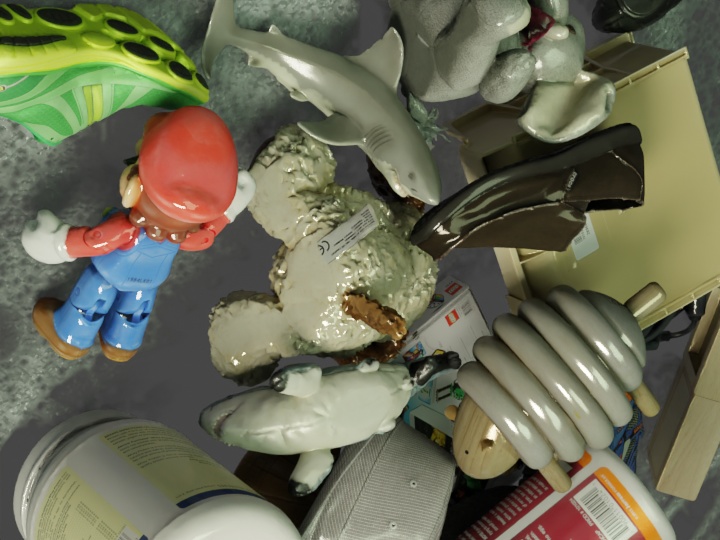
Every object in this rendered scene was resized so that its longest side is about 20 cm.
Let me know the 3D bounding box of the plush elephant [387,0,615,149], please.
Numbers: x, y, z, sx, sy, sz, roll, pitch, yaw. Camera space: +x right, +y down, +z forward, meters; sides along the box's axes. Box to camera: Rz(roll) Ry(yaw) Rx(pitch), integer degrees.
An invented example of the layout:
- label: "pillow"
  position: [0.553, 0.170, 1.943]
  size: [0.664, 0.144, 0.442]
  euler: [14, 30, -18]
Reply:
- label: "plush elephant"
  position: [0.107, -0.175, 1.434]
  size: [0.155, 0.165, 0.200]
  euler: [-15, 136, -26]

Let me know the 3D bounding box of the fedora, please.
- label: "fedora"
  position: [0.012, 0.194, 1.478]
  size: [0.200, 0.090, 0.177]
  euler: [-59, 170, -27]

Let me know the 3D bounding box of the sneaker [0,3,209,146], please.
- label: "sneaker"
  position: [-0.191, -0.128, 1.300]
  size: [0.200, 0.074, 0.084]
  euler: [1, 135, -41]

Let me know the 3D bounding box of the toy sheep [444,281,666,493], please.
- label: "toy sheep"
  position: [0.148, 0.079, 1.460]
  size: [0.200, 0.138, 0.138]
  euler: [-43, 129, -5]

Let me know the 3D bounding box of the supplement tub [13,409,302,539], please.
- label: "supplement tub"
  position: [-0.144, 0.190, 1.373]
  size: [0.145, 0.200, 0.145]
  euler: [-15, 117, -31]

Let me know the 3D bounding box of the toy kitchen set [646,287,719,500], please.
- label: "toy kitchen set"
  position: [0.380, 0.111, 1.773]
  size: [0.200, 0.163, 0.181]
  euler: [17, 111, -4]

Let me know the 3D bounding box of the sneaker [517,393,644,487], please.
- label: "sneaker"
  position: [0.197, 0.165, 1.654]
  size: [0.200, 0.075, 0.079]
  euler: [-54, 126, -39]

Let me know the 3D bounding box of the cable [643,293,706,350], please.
- label: "cable"
  position: [0.226, -0.007, 1.662]
  size: [0.200, 0.051, 0.163]
  euler: [2, 109, -36]

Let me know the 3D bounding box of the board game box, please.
- label: "board game box"
  position: [0.069, 0.117, 1.609]
  size: [0.126, 0.035, 0.200]
  euler: [-39, 128, -16]

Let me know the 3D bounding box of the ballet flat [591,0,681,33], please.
- label: "ballet flat"
  position: [0.261, -0.256, 1.595]
  size: [0.200, 0.057, 0.067]
  euler: [-35, 99, -26]

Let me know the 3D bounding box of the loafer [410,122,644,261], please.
- label: "loafer"
  position: [0.130, -0.045, 1.423]
  size: [0.200, 0.073, 0.071]
  euler: [-23, 87, -20]

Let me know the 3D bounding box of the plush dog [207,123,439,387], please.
- label: "plush dog"
  position: [0.000, 0.000, 1.452]
  size: [0.172, 0.160, 0.200]
  euler: [-13, 120, -59]

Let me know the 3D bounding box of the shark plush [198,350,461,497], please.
- label: "shark plush"
  position: [-0.015, 0.080, 1.418]
  size: [0.200, 0.083, 0.091]
  euler: [-29, 110, -27]

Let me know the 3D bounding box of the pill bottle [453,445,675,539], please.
- label: "pill bottle"
  position: [0.134, 0.229, 1.515]
  size: [0.200, 0.113, 0.113]
  euler: [-38, 128, -6]

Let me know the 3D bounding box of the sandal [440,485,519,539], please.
- label: "sandal"
  position: [0.090, 0.223, 1.613]
  size: [0.200, 0.075, 0.048]
  euler: [-4, 150, -34]

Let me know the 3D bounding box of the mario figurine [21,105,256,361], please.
- label: "mario figurine"
  position: [-0.151, -0.036, 1.343]
  size: [0.200, 0.106, 0.123]
  euler: [-56, 173, 29]

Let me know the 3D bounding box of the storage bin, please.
- label: "storage bin"
  position: [0.183, -0.054, 1.554]
  size: [0.198, 0.094, 0.200]
  euler: [-27, 113, -19]

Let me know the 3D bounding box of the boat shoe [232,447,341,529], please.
- label: "boat shoe"
  position: [-0.073, 0.198, 1.526]
  size: [0.200, 0.071, 0.065]
  euler: [-61, 166, 0]

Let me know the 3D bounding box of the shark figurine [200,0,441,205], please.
- label: "shark figurine"
  position: [-0.018, -0.146, 1.399]
  size: [0.214, 0.128, 0.090]
  euler: [35, 110, -15]
